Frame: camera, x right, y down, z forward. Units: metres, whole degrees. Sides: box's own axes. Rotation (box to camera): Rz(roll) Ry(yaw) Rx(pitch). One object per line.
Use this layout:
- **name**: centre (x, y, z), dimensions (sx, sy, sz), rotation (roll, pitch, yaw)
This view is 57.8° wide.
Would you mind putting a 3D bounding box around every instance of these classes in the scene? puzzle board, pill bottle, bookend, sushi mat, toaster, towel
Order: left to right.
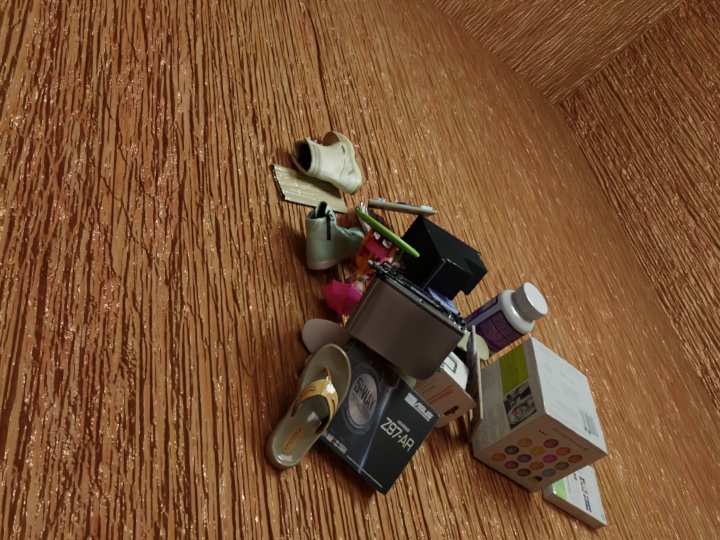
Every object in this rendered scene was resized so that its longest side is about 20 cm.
- **sushi mat**: centre (-0.109, -0.178, 1.428), dimensions (0.198, 0.012, 0.097), rotation (7, 54, -49)
- **towel**: centre (0.054, -0.068, 1.455), dimensions (0.148, 0.030, 0.200), rotation (64, 14, 15)
- **puzzle board**: centre (0.090, -0.143, 1.475), dimensions (0.148, 0.018, 0.200), rotation (9, 3, 0)
- **toaster**: centre (0.072, 0.080, 1.098), dimensions (0.199, 0.120, 0.181), rotation (34, 5, 2)
- **towel**: centre (0.173, 0.039, 1.514), dimensions (0.144, 0.024, 0.201), rotation (35, 23, -38)
- **bookend**: centre (0.199, 0.000, 1.449), dimensions (0.198, 0.092, 0.200), rotation (28, 23, -26)
- **pill bottle**: centre (0.331, 0.116, 1.520), dimensions (0.111, 0.199, 0.113), rotation (31, 37, -28)

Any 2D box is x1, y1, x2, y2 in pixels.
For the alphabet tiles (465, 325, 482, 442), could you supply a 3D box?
- **alphabet tiles**: centre (0.226, 0.224, 1.314), dimensions (0.007, 0.168, 0.203), rotation (1, 61, 2)

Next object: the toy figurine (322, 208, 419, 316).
- **toy figurine**: centre (0.000, 0.000, 1.262), dimensions (0.149, 0.185, 0.200), rotation (35, 3, -3)

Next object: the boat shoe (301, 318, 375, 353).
- **boat shoe**: centre (-0.020, 0.141, 1.184), dimensions (0.198, 0.073, 0.068), rotation (25, 5, -15)

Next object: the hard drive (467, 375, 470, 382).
- **hard drive**: centre (0.144, 0.135, 1.344), dimensions (0.201, 0.025, 0.132), rotation (52, 1, -21)

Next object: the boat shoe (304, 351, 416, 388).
- **boat shoe**: centre (-0.002, 0.168, 1.125), dimensions (0.196, 0.072, 0.063), rotation (8, 17, -13)

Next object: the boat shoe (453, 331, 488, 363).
- **boat shoe**: centre (0.206, 0.149, 1.440), dimensions (0.201, 0.062, 0.075), rotation (38, 46, -37)

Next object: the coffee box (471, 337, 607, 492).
- **coffee box**: centre (0.362, 0.306, 1.376), dimensions (0.198, 0.197, 0.202), rotation (34, 34, -24)

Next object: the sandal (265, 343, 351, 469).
- **sandal**: centre (-0.071, 0.205, 0.978), dimensions (0.080, 0.054, 0.202), rotation (35, 69, -9)

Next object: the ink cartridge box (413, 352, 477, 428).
- **ink cartridge box**: centre (0.127, 0.197, 1.261), dimensions (0.200, 0.116, 0.068), rotation (46, 33, -10)

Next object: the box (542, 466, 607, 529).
- **box**: centre (0.482, 0.489, 1.503), dimensions (0.199, 0.036, 0.146), rotation (36, 35, -26)

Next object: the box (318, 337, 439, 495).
- **box**: centre (0.011, 0.236, 1.062), dimensions (0.200, 0.043, 0.161), rotation (44, 74, -12)

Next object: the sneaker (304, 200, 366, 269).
- **sneaker**: centre (-0.044, -0.087, 1.320), dimensions (0.200, 0.073, 0.120), rotation (-34, 124, -56)

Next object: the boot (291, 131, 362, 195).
- **boot**: centre (-0.087, -0.267, 1.483), dimensions (0.153, 0.072, 0.202), rotation (17, 39, -38)
